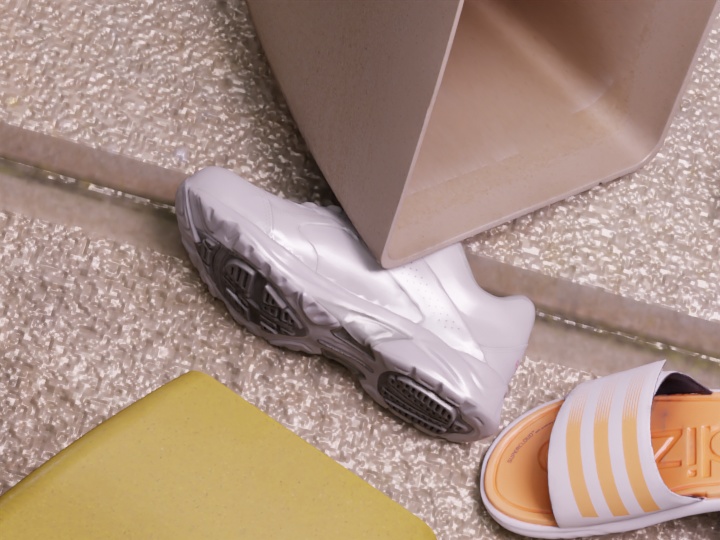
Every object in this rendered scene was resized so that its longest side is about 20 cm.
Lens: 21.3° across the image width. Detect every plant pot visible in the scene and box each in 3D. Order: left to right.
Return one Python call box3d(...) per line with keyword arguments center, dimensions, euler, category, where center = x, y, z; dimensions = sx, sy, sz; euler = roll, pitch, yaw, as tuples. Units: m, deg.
box3d(center=(-0.078, 0.167, 0.844), dimensions=(0.200, 0.200, 0.177), euler=(33, 59, 6), category="plant pot")
box3d(center=(0.053, -0.155, 0.960), dimensions=(0.200, 0.200, 0.177), euler=(-21, 54, -34), category="plant pot")

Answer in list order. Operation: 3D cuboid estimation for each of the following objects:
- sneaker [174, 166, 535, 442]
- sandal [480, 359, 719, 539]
box3d(center=(0.000, 0.000, 0.978), dimensions=(0.200, 0.078, 0.100), euler=(35, 62, -3), category="sneaker")
box3d(center=(0.156, 0.078, 0.936), dimensions=(0.206, 0.059, 0.079), euler=(-8, 55, 14), category="sandal")
